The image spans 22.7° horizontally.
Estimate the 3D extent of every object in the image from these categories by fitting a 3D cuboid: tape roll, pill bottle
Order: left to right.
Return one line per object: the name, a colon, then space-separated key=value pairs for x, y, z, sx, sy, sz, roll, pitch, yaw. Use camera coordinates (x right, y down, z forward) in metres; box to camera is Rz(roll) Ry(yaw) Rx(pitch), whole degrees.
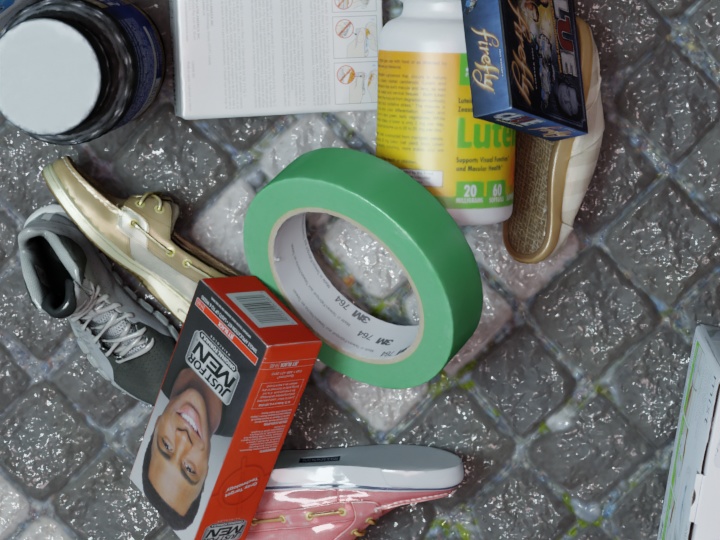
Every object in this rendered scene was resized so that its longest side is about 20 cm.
pill bottle: x=-0.219 y=-0.156 z=1.380 sx=0.111 sy=0.200 sz=0.113 roll=1 pitch=100 yaw=4
tape roll: x=0.000 y=0.000 z=1.410 sx=0.200 sy=0.048 sz=0.201 roll=25 pitch=138 yaw=25
pill bottle: x=0.068 y=-0.141 z=1.409 sx=0.110 sy=0.111 sz=0.201 roll=2 pitch=99 yaw=3

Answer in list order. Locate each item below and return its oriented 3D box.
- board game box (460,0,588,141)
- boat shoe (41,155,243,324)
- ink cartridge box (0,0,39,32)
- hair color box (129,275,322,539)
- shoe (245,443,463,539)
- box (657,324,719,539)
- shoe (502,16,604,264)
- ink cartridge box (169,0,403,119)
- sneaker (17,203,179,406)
board game box: x=0.120 y=-0.207 z=1.357 sx=0.034 sy=0.135 sz=0.201 roll=-10 pitch=81 yaw=31
boat shoe: x=-0.172 y=-0.030 z=1.469 sx=0.200 sy=0.074 sz=0.066 roll=43 pitch=96 yaw=-14
ink cartridge box: x=-0.274 y=-0.278 z=1.363 sx=0.146 sy=0.200 sz=0.146 roll=-35 pitch=95 yaw=8
hair color box: x=-0.111 y=0.115 z=1.446 sx=0.101 sy=0.061 sz=0.201 roll=41 pitch=122 yaw=38
shoe: x=-0.010 y=0.200 z=1.499 sx=0.199 sy=0.071 sz=0.092 roll=-3 pitch=101 yaw=9
box: x=0.300 y=0.162 z=1.417 sx=0.096 sy=0.176 sz=0.201 roll=9 pitch=100 yaw=2
shoe: x=0.158 y=-0.104 z=1.446 sx=0.070 sy=0.053 sz=0.201 roll=17 pitch=100 yaw=41
ink cartridge box: x=-0.054 y=-0.208 z=1.451 sx=0.199 sy=0.050 sz=0.163 roll=-4 pitch=100 yaw=-14
sneaker: x=-0.218 y=0.041 z=1.457 sx=0.075 sy=0.116 sz=0.200 roll=-38 pitch=95 yaw=9
